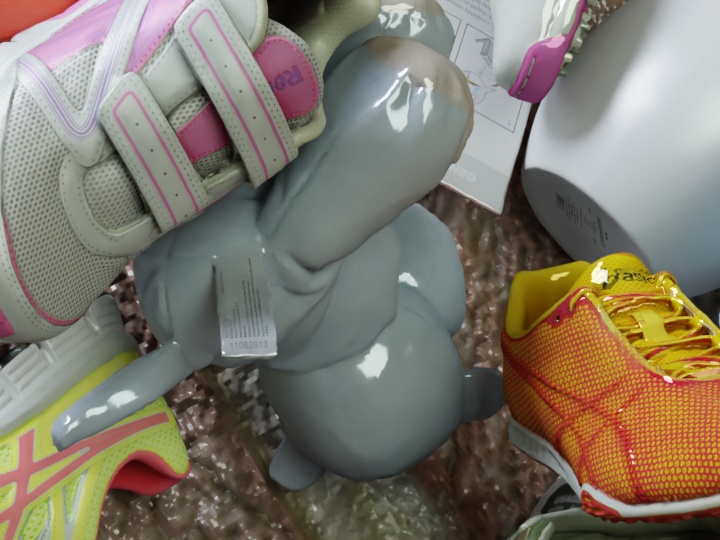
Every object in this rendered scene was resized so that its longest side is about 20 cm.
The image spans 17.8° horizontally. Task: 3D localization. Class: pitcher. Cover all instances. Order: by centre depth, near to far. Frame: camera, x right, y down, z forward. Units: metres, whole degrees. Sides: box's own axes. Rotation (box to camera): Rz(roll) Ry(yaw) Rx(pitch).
[{"bbox_3d":[0.169,-0.069,0.999,0.200,0.172,0.121,-44,59,-14],"label":"pitcher"}]

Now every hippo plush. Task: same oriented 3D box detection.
[{"bbox_3d":[0.000,0.000,0.851,0.161,0.159,0.200,47,27,-38],"label":"hippo plush"}]

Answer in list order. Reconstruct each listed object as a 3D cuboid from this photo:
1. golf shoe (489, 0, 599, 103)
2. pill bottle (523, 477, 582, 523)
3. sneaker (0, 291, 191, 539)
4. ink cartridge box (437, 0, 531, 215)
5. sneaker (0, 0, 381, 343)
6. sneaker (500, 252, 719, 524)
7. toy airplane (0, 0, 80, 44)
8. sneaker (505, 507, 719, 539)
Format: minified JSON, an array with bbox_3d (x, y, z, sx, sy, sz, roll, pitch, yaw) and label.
[{"bbox_3d":[0.060,-0.162,0.956,0.091,0.075,0.201,11,64,-7],"label":"golf shoe"},{"bbox_3d":[0.097,0.148,0.887,0.114,0.114,0.200,43,60,-8],"label":"pill bottle"},{"bbox_3d":[-0.134,0.093,0.810,0.200,0.078,0.090,-40,96,-32],"label":"sneaker"},{"bbox_3d":[-0.009,-0.133,0.967,0.200,0.045,0.177,28,62,-16],"label":"ink cartridge box"},{"bbox_3d":[-0.062,-0.058,0.753,0.200,0.088,0.081,-59,137,-29],"label":"sneaker"},{"bbox_3d":[0.093,0.037,0.772,0.073,0.200,0.077,-10,102,-20],"label":"sneaker"},{"bbox_3d":[-0.214,-0.088,0.812,0.199,0.141,0.200,40,96,2],"label":"toy airplane"},{"bbox_3d":[0.046,0.118,0.781,0.199,0.090,0.067,-14,56,-12],"label":"sneaker"}]
